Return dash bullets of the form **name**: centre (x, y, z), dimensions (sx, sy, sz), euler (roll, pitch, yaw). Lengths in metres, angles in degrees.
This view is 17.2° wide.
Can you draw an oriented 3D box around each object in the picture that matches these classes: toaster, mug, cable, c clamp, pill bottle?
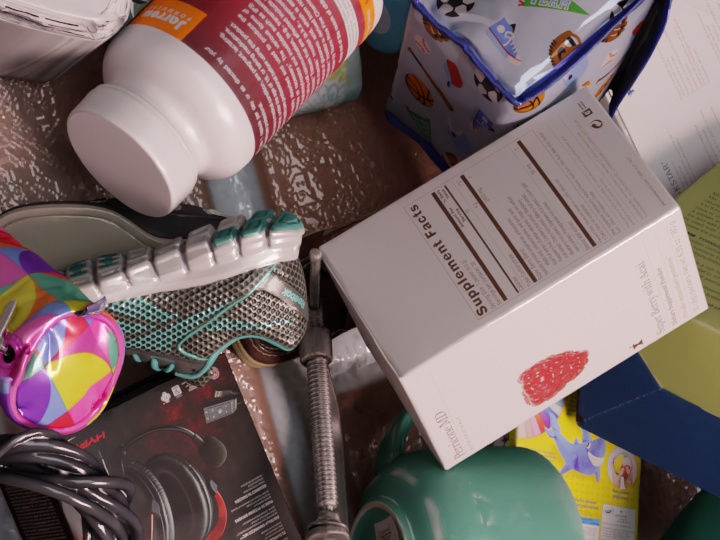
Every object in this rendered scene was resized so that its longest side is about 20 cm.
- **toaster**: centre (-0.226, -0.191, 1.427), dimensions (0.199, 0.129, 0.115), euler (16, 74, -29)
- **mug**: centre (0.052, 0.183, 1.546), dimensions (0.114, 0.185, 0.153), euler (1, 115, -29)
- **cable**: centre (-0.208, 0.155, 1.359), dimensions (0.162, 0.201, 0.051), euler (15, 42, 2)
- **c clamp**: centre (-0.024, 0.113, 1.485), dimensions (0.027, 0.171, 0.202), euler (-5, 66, 0)
- **pill bottle**: centre (-0.085, -0.131, 1.465), dimensions (0.113, 0.113, 0.200), euler (49, 63, -16)

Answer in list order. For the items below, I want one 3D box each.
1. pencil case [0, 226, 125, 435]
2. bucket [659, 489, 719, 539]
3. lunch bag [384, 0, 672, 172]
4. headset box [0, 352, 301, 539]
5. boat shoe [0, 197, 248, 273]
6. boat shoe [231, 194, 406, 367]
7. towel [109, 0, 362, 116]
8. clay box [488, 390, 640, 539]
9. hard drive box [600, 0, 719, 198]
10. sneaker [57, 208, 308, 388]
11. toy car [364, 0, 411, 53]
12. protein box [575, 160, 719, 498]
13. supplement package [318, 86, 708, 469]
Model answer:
- **pencil case**: centre (-0.215, 0.016, 1.361), dimensions (0.088, 0.200, 0.089), euler (-23, 129, -32)
- **bucket**: centre (0.271, 0.241, 1.628), dimensions (0.134, 0.207, 0.208), euler (34, 66, -6)
- **lunch bag**: centre (0.129, -0.159, 1.559), dimensions (0.200, 0.170, 0.124), euler (-40, 79, -21)
- **headset box**: centre (-0.119, 0.173, 1.471), dimensions (0.148, 0.075, 0.201), euler (-25, 96, -33)
- **boat shoe**: centre (-0.142, -0.012, 1.504), dimensions (0.198, 0.063, 0.073), euler (6, 112, -19)
- **boat shoe**: centre (0.000, 0.000, 1.572), dimensions (0.199, 0.072, 0.073), euler (-27, 97, -31)
- **towel**: centre (-0.094, -0.193, 1.561), dimensions (0.170, 0.048, 0.202), euler (-15, 91, -30)
- **clay box**: centre (0.141, 0.112, 1.658), dimensions (0.114, 0.047, 0.202), euler (12, 75, -33)
- **hard drive box**: centre (0.242, -0.126, 1.740), dimensions (0.199, 0.077, 0.157), euler (-31, 99, -32)
- **sneaker**: centre (-0.121, 0.032, 1.431), dimensions (0.198, 0.078, 0.092), euler (-14, 102, 6)
- **toy car**: centre (0.039, -0.284, 1.618), dimensions (0.200, 0.177, 0.184), euler (46, 49, 15)
- **protein box**: centre (0.283, 0.044, 1.599), dimensions (0.200, 0.198, 0.136), euler (-36, 140, -38)
- **supplement package**: centre (0.097, 0.006, 1.484), dimensions (0.199, 0.120, 0.122), euler (-31, 144, -3)
